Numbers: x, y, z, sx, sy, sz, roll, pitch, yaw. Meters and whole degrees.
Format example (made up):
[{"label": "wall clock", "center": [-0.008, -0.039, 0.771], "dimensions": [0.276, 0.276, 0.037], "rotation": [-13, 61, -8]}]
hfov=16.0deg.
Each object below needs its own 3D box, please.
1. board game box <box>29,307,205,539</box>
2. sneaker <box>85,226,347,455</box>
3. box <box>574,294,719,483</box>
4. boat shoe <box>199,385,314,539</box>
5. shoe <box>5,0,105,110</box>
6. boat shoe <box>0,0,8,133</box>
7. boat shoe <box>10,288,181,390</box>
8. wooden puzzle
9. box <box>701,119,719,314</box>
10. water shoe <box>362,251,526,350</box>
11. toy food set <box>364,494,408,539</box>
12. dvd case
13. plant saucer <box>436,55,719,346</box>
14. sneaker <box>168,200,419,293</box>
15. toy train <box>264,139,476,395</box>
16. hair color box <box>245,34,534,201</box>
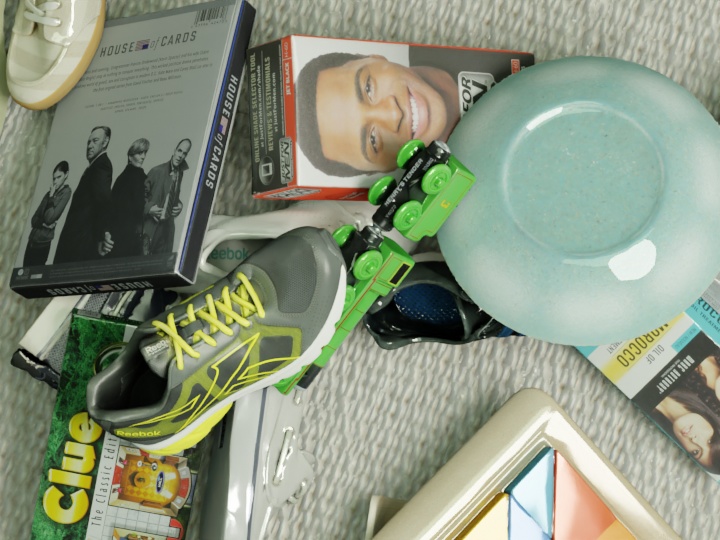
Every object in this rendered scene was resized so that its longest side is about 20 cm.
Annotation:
[{"label": "board game box", "center": [-0.159, 0.132, 1.708], "dimensions": [0.104, 0.023, 0.201], "rotation": [11, 101, -2]}, {"label": "sneaker", "center": [-0.091, 0.047, 1.613], "dimensions": [0.200, 0.085, 0.075], "rotation": [-45, 63, 19]}, {"label": "box", "center": [0.201, 0.043, 1.735], "dimensions": [0.200, 0.049, 0.082], "rotation": [43, 125, 3]}, {"label": "boat shoe", "center": [-0.064, 0.128, 1.717], "dimensions": [0.065, 0.072, 0.201], "rotation": [10, 77, -15]}, {"label": "shoe", "center": [-0.203, -0.207, 1.752], "dimensions": [0.070, 0.053, 0.201], "rotation": [10, 75, 33]}, {"label": "boat shoe", "center": [-0.284, -0.150, 1.751], "dimensions": [0.063, 0.074, 0.202], "rotation": [5, 94, 35]}, {"label": "boat shoe", "center": [-0.143, 0.008, 1.738], "dimensions": [0.093, 0.075, 0.200], "rotation": [37, 90, -5]}, {"label": "wooden puzzle", "center": [0.119, 0.207, 1.686], "dimensions": [0.185, 0.037, 0.200], "rotation": [-44, 93, -11]}, {"label": "box", "center": [0.287, -0.065, 1.734], "dimensions": [0.117, 0.060, 0.200], "rotation": [42, 63, 2]}, {"label": "water shoe", "center": [0.097, 0.022, 1.699], "dimensions": [0.199, 0.079, 0.072], "rotation": [-10, 111, 30]}, {"label": "toy food set", "center": [0.094, 0.234, 1.721], "dimensions": [0.199, 0.060, 0.144], "rotation": [8, 82, -1]}, {"label": "dvd case", "center": [-0.150, -0.080, 1.699], "dimensions": [0.150, 0.025, 0.201], "rotation": [-5, 63, 37]}, {"label": "plant saucer", "center": [0.144, -0.053, 1.652], "dimensions": [0.200, 0.039, 0.202], "rotation": [-2, 70, 7]}, {"label": "sneaker", "center": [-0.036, -0.013, 1.706], "dimensions": [0.199, 0.088, 0.076], "rotation": [-10, 99, -27]}, {"label": "toy train", "center": [0.000, 0.000, 1.654], "dimensions": [0.200, 0.056, 0.042], "rotation": [-52, 54, 11]}, {"label": "hair color box", "center": [0.024, -0.098, 1.710], "dimensions": [0.199, 0.061, 0.102], "rotation": [0, 85, -34]}]
